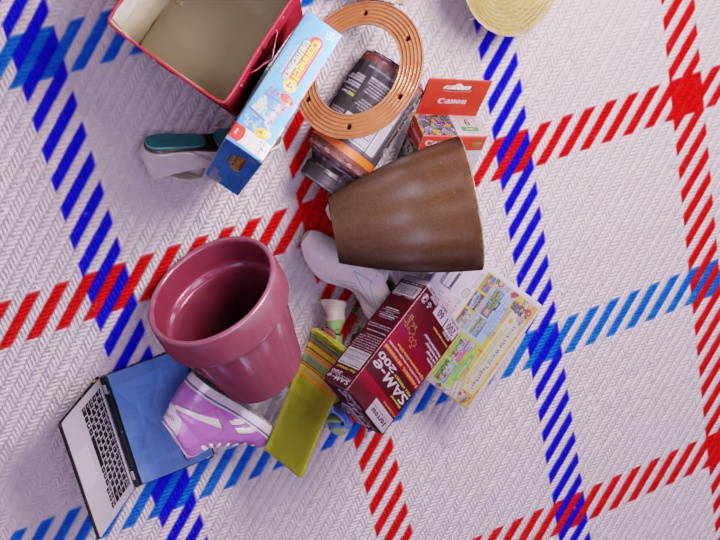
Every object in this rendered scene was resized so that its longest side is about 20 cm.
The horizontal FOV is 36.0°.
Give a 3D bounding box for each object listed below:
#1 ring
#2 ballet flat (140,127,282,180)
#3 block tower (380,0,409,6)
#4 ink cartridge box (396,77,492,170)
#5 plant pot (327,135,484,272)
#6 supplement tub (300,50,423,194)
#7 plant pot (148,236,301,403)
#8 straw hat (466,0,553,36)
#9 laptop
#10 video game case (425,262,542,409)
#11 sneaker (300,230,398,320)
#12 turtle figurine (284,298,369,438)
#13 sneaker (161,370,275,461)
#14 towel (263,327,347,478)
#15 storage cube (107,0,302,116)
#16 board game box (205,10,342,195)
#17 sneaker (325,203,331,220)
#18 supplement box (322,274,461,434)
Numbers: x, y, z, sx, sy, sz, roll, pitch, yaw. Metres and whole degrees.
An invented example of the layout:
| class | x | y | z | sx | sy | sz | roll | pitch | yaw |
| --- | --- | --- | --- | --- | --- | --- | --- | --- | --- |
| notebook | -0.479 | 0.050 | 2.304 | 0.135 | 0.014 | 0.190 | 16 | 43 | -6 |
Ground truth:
| class | x | y | z | sx | sy | sz | roll | pitch | yaw |
| --- | --- | --- | --- | --- | --- | --- | --- | --- | --- |
| ring | -0.002 | -0.276 | 1.531 | 0.202 | 0.199 | 0.019 | -57 | 152 | 3 |
| ballet flat | -0.207 | -0.160 | 1.545 | 0.197 | 0.069 | 0.071 | -6 | 108 | -16 |
| block tower | -0.017 | -0.412 | 1.543 | 0.197 | 0.054 | 0.059 | 4 | 105 | -22 |
| ink cartridge box | 0.121 | -0.186 | 1.616 | 0.107 | 0.051 | 0.201 | -2 | 139 | -22 |
| plant pot | 0.058 | -0.074 | 1.546 | 0.196 | 0.187 | 0.190 | -11 | 111 | -1 |
| supplement tub | -0.003 | -0.205 | 1.583 | 0.106 | 0.107 | 0.201 | 33 | 93 | -26 |
| plant pot | -0.175 | 0.084 | 1.566 | 0.199 | 0.200 | 0.180 | -35 | 131 | -8 |
| straw hat | 0.197 | -0.438 | 1.604 | 0.198 | 0.085 | 0.205 | -8 | 105 | -32 |
| laptop | -0.316 | 0.245 | 1.592 | 0.114 | 0.200 | 0.190 | -7 | 112 | 16 |
| video game case | 0.156 | 0.086 | 1.711 | 0.181 | 0.023 | 0.201 | 35 | 93 | -17 |
| sneaker | 0.000 | 0.000 | 1.640 | 0.199 | 0.071 | 0.080 | 39 | 134 | -13 |
| turtle figurine | -0.042 | 0.150 | 1.693 | 0.141 | 0.200 | 0.197 | 9 | 80 | 3 |
| sneaker | -0.209 | 0.241 | 1.647 | 0.200 | 0.072 | 0.115 | 36 | 86 | -31 |
| towel | -0.077 | 0.191 | 1.607 | 0.018 | 0.086 | 0.203 | 11 | 104 | -49 |
| storage cube | -0.188 | -0.318 | 1.404 | 0.199 | 0.180 | 0.172 | 34 | 92 | -3 |
| board game box | -0.116 | -0.210 | 1.430 | 0.055 | 0.200 | 0.197 | 33 | 76 | -9 |
| sneaker | 0.041 | -0.057 | 1.645 | 0.198 | 0.100 | 0.075 | 21 | 123 | -25 |
| supplement box | 0.048 | 0.118 | 1.576 | 0.201 | 0.060 | 0.109 | -51 | 127 | -19 |
